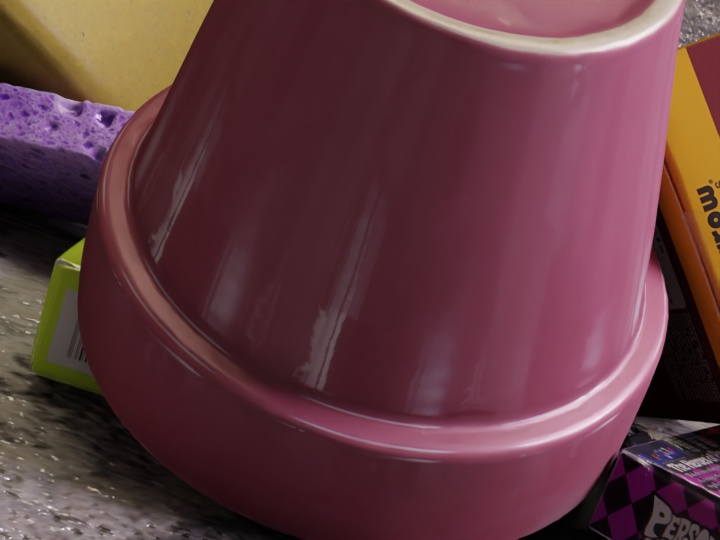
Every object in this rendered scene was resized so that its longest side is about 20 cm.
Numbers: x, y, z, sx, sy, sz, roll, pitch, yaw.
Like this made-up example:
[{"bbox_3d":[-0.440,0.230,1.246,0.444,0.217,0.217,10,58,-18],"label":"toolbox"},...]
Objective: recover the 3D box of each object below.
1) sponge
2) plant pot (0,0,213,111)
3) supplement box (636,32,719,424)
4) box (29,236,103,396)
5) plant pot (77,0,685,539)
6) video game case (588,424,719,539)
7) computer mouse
[{"bbox_3d":[-0.137,-0.051,0.996,0.198,0.030,0.112,14,-15,14],"label":"sponge"},{"bbox_3d":[-0.144,-0.150,1.053,0.194,0.195,0.200,2,-37,44],"label":"plant pot"},{"bbox_3d":[0.188,-0.038,0.851,0.196,0.134,0.200,-21,1,-8],"label":"supplement box"},{"bbox_3d":[-0.053,0.019,0.859,0.121,0.048,0.200,18,9,-1],"label":"box"},{"bbox_3d":[0.018,-0.040,0.706,0.198,0.180,0.201,10,41,-8],"label":"plant pot"},{"bbox_3d":[0.197,0.109,0.775,0.180,0.036,0.200,29,14,24],"label":"video game case"},{"bbox_3d":[0.094,0.074,0.847,0.058,0.034,0.200,18,9,11],"label":"computer mouse"}]
